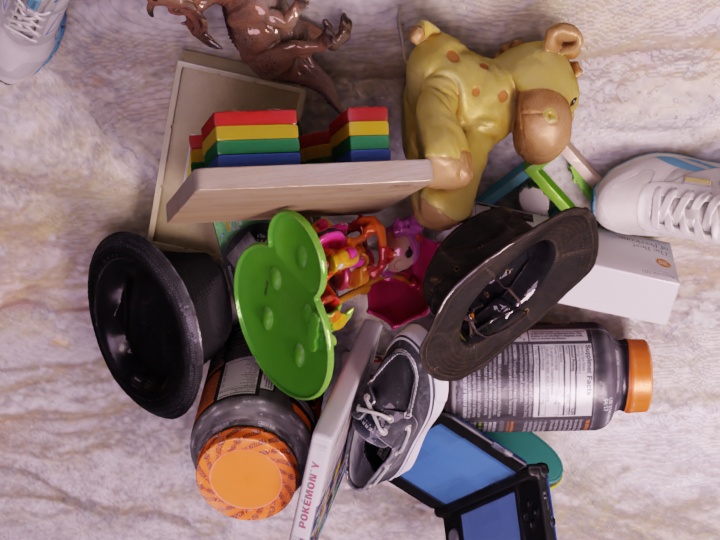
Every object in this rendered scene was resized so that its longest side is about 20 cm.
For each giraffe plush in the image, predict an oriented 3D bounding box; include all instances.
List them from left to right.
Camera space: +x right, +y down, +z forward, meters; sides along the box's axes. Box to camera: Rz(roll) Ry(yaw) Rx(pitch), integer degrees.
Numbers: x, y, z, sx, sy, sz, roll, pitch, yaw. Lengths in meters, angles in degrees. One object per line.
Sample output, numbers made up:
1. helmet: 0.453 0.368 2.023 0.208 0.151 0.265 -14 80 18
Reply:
1. giraffe plush: 0.122 -0.144 1.386 0.160 0.173 0.203 -5 86 -4

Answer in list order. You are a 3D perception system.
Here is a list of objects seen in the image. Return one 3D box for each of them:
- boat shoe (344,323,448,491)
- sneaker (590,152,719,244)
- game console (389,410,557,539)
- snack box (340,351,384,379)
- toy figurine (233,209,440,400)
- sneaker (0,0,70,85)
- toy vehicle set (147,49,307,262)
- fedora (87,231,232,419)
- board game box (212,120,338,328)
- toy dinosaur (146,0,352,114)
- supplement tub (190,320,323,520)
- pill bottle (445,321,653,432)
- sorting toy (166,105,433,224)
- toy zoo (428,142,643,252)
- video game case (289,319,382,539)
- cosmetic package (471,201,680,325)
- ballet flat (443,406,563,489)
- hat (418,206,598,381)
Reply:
1. boat shoe: 0.025 0.134 1.456 0.072 0.067 0.201 45 141 23
2. sneaker: 0.312 -0.062 1.433 0.197 0.081 0.078 0 110 2
3. game console: 0.093 0.244 1.532 0.117 0.173 0.200 3 160 -25
4. snack box: 0.076 0.127 1.598 0.197 0.024 0.073 5 121 1
5. toy figurine: 0.000 0.000 1.446 0.183 0.150 0.201 -23 143 -33
6. sneaker: -0.289 -0.244 1.379 0.074 0.087 0.201 24 120 -11
7. toy vehicle set: -0.128 -0.101 1.481 0.123 0.027 0.202 13 120 -3
8. fedora: -0.184 0.042 1.513 0.200 0.091 0.203 28 129 39
9. board game box: -0.087 -0.040 1.482 0.103 0.024 0.202 -14 125 -3
10. toy dinosaur: -0.091 -0.213 1.384 0.134 0.086 0.201 -27 120 19
11. supplement tub: -0.099 0.143 1.520 0.121 0.201 0.124 2 121 3
12. pill bottle: 0.183 0.104 1.516 0.197 0.107 0.107 0 120 -2
13. sorting toy: -0.060 -0.092 1.342 0.197 0.199 0.071 -4 85 -14
14. toy zoo: 0.158 -0.026 1.507 0.199 0.021 0.131 -38 111 23
15. video game case: -0.027 0.173 1.503 0.023 0.201 0.184 16 122 6
16. cosmetic package: 0.193 -0.009 1.454 0.197 0.083 0.051 12 121 -3
17. ballet flat: 0.109 0.175 1.583 0.198 0.067 0.067 24 145 -8
18. hat: 0.113 0.000 1.366 0.199 0.081 0.202 -30 149 -19
